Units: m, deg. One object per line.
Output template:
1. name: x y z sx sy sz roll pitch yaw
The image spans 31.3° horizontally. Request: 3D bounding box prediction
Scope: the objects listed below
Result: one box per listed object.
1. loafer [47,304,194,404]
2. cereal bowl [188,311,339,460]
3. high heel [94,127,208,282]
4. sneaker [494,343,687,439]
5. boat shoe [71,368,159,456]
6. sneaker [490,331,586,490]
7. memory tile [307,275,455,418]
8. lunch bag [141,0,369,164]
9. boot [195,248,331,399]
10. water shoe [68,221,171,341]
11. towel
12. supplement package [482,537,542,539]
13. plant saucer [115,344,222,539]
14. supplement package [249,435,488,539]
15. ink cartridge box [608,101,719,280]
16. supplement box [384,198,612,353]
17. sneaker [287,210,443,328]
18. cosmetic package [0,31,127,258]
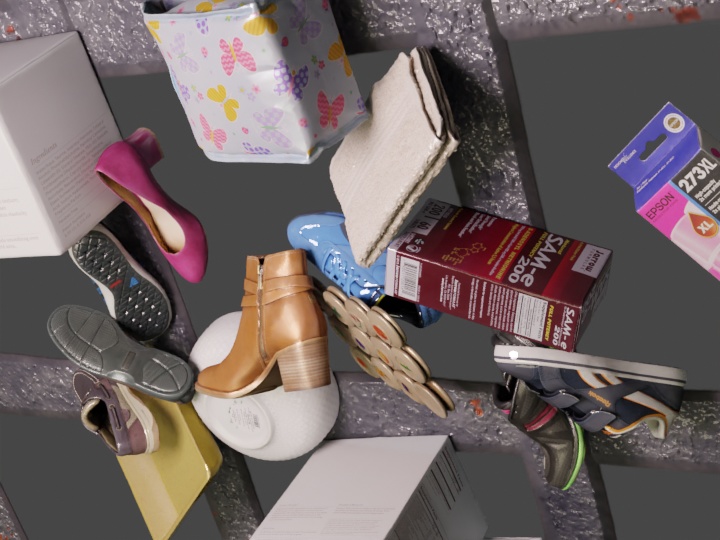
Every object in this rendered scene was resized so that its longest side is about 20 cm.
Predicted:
1. loafer: -0.289 0.110 1.550 0.200 0.072 0.063 26 157 15
2. cereal bowl: -0.130 0.153 1.553 0.200 0.083 0.200 16 127 22
3. high heel: -0.237 -0.057 1.458 0.067 0.096 0.200 2 122 29
4. sneaker: 0.224 0.120 1.262 0.200 0.078 0.080 10 87 -10
5. boat shoe: -0.329 0.179 1.655 0.200 0.065 0.072 35 125 44
6. sneaker: 0.182 0.139 1.348 0.084 0.077 0.200 -17 106 -1
7. memory tile: 0.016 0.081 1.380 0.153 0.017 0.200 55 164 -27
8. lunch bag: -0.112 -0.203 1.259 0.200 0.127 0.170 3 124 41
9. boot: -0.115 0.060 1.430 0.200 0.074 0.155 -11 88 37
10. water shoe: -0.291 0.001 1.561 0.071 0.079 0.200 -28 132 -3
11. towel: 0.027 -0.110 1.251 0.034 0.133 0.200 7 139 -27
12. supplement package: 0.120 0.409 1.534 0.200 0.156 0.111 -8 117 35
13. plant saucer: -0.247 0.224 1.653 0.200 0.048 0.200 61 139 25
14. supplement package: 0.011 0.313 1.502 0.191 0.200 0.147 -8 118 35
15. ink cartridge box: 0.325 -0.055 1.169 0.200 0.037 0.095 41 133 2
16. supplement box: 0.136 0.002 1.270 0.200 0.109 0.061 17 128 19
17. sneaker: 0.000 0.000 1.372 0.200 0.078 0.066 27 133 14
18. cosmetic package: -0.386 -0.138 1.443 0.167 0.166 0.200 -1 121 31
